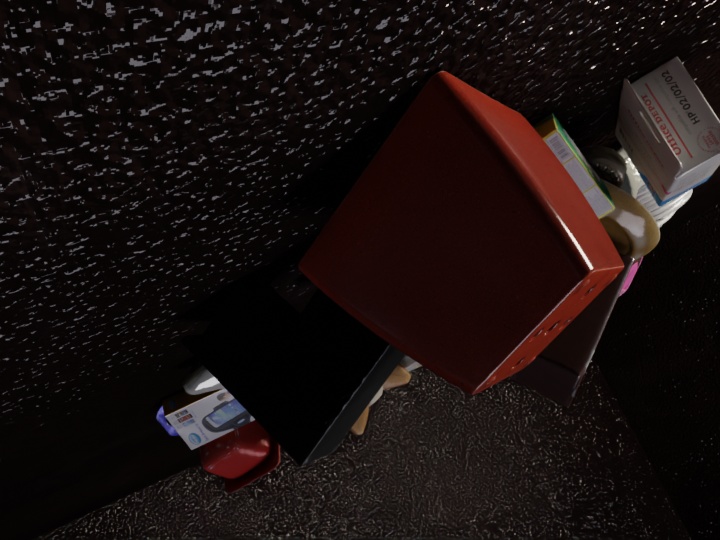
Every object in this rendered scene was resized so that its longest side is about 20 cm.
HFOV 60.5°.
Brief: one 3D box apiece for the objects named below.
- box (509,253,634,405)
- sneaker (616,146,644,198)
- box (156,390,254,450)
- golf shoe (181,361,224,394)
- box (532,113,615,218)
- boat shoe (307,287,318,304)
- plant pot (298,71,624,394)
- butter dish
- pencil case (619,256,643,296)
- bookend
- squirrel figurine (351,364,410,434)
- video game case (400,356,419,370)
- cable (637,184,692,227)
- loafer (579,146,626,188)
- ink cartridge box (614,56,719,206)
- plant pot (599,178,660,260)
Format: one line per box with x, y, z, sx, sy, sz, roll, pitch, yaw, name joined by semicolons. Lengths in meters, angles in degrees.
0.219;0.045;0.813;0.166;0.198;0.166;-59;158;-15;box
0.367;-0.140;0.856;0.199;0.073;0.072;-38;-162;-33;sneaker
-0.257;0.245;1.101;0.197;0.042;0.120;-26;135;-8;box
-0.169;0.155;0.937;0.197;0.093;0.073;-15;165;-33;golf shoe
0.161;-0.064;0.687;0.199;0.117;0.049;-34;-158;28;box
0.000;0.000;0.740;0.201;0.071;0.065;-55;179;36;boat shoe
0.103;-0.014;0.531;0.201;0.177;0.199;-51;156;24;plant pot
-0.263;0.310;1.212;0.146;0.203;0.199;21;136;-39;butter dish
0.305;-0.026;0.912;0.090;0.198;0.095;20;93;-47;pencil case
-0.060;0.065;0.684;0.200;0.199;0.092;-54;161;7;bookend
-0.043;0.175;1.123;0.142;0.200;0.186;-51;-162;-11;squirrel figurine
0.142;0.151;1.158;0.180;0.023;0.200;-15;164;-37;video game case
0.414;-0.109;0.974;0.198;0.070;0.199;-33;-171;-23;cable
0.266;-0.115;0.777;0.069;0.075;0.200;-59;-175;-14;loafer
0.349;-0.155;0.697;0.067;0.117;0.200;-29;166;16;ink cartridge box
0.265;-0.059;0.768;0.028;0.198;0.200;-62;173;-13;plant pot
